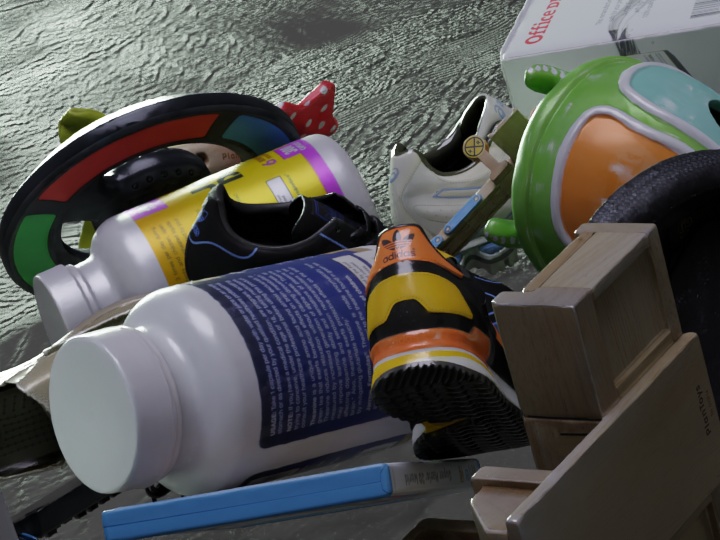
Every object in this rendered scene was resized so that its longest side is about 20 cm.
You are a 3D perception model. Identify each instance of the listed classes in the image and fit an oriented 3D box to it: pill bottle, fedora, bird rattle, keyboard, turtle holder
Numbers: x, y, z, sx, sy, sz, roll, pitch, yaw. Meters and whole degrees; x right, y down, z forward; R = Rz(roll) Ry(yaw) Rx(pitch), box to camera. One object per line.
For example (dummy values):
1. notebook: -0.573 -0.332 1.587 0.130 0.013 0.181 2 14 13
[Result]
1. pill bottle: -0.091 -0.001 1.795 0.199 0.105 0.104 -23 23 -16
2. fedora: 0.175 0.043 1.504 0.200 0.201 0.092 -26 -11 -22
3. pill bottle: -0.059 0.056 1.574 0.199 0.112 0.111 -12 16 -38
4. bird rattle: -0.114 -0.076 2.001 0.199 0.113 0.163 -20 5 -18
5. keyboard: -0.111 0.110 1.666 0.200 0.040 0.104 -32 4 -31
6. turtle holder: 0.172 -0.039 1.697 0.131 0.185 0.141 15 72 39

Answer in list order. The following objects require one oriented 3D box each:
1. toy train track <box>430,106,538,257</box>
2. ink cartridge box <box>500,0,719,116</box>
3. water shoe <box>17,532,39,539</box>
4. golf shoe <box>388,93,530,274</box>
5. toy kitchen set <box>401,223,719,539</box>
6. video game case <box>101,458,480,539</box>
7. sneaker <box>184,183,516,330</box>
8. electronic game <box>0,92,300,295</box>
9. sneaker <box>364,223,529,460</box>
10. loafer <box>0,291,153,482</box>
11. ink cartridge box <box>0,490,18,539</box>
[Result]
1. toy train track: 0.065 -0.045 1.761 0.200 0.115 0.033 -47 61 3
2. ink cartridge box: 0.207 -0.144 1.950 0.199 0.084 0.145 -8 24 20
3. water shoe: -0.212 0.154 1.553 0.199 0.079 0.072 -2 26 30
4. golf shoe: 0.106 -0.068 1.829 0.199 0.098 0.078 -25 23 -23
5. toy kitchen set: 0.047 0.104 1.334 0.180 0.201 0.163 1 27 35
6. video game case: -0.029 0.113 1.485 0.142 0.018 0.200 -11 -5 14
7. sneaker: 0.000 0.000 1.692 0.199 0.078 0.070 6 29 -8
8. electronic game: -0.128 -0.043 1.846 0.199 0.200 0.042 -21 63 -10
9. sneaker: 0.046 0.035 1.482 0.070 0.091 0.200 -10 -16 10
10. loafer: -0.164 0.077 1.707 0.199 0.076 0.068 -27 17 -1
11. ink cartridge box: -0.265 0.170 1.467 0.199 0.146 0.085 -6 25 24
